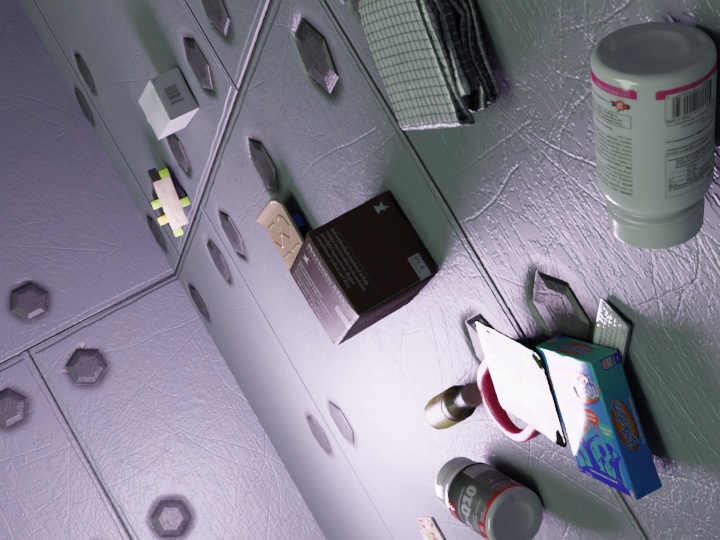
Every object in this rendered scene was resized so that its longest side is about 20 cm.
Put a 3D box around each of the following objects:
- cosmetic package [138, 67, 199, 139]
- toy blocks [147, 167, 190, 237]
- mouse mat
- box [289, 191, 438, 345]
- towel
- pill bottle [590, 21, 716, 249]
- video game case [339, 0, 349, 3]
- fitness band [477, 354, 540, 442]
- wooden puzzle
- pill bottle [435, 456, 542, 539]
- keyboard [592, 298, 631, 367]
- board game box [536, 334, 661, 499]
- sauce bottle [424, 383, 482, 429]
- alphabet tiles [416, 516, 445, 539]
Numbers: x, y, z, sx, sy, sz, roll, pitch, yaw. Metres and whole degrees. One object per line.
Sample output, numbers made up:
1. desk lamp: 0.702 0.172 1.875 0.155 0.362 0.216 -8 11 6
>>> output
1. cosmetic package: -0.458 -0.394 2.601 0.113 0.081 0.200 63 162 -5
2. toy blocks: -0.543 -0.212 3.065 0.137 0.100 0.200 -129 19 -59
3. mouse mat: 0.235 0.165 1.623 0.200 0.008 0.161 30 142 66
4. box: 0.000 0.000 1.864 0.166 0.164 0.200 58 160 10
5. towel: 0.090 -0.281 1.386 0.166 0.086 0.200 7 122 65
6. pill bottle: 0.284 -0.127 1.060 0.113 0.113 0.200 40 151 46
7. video game case: -0.073 -0.500 1.586 0.200 0.018 0.143 51 159 26
8. fitness band: 0.241 0.194 1.721 0.144 0.037 0.200 55 159 18
9. wooden puzzle: -0.137 -0.056 2.320 0.200 0.046 0.185 56 161 1
10. pill bottle: 0.221 0.407 1.940 0.200 0.114 0.114 19 134 62
11. keyboard: 0.324 0.117 1.446 0.056 0.011 0.200 47 156 35
12. board game box: 0.319 0.194 1.477 0.200 0.045 0.152 70 165 -10
13. sauce bottle: 0.167 0.235 1.924 0.065 0.065 0.200 59 159 8
14. alphabet tiles: 0.195 0.652 2.502 0.200 0.008 0.167 60 161 3
